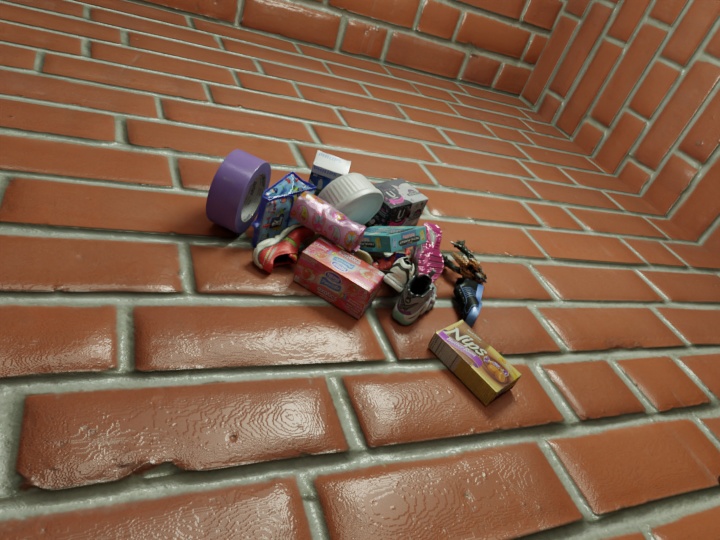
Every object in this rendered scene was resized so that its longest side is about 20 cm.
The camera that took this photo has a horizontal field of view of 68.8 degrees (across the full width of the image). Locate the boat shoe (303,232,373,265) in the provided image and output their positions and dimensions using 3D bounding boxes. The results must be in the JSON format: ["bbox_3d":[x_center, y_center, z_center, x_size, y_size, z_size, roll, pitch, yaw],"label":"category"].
[{"bbox_3d":[-0.058,-0.047,1.424,0.198,0.071,0.069,23,7,14],"label":"boat shoe"}]

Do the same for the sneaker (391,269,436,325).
[{"bbox_3d":[0.165,0.045,1.353,0.077,0.141,0.200,32,36,13],"label":"sneaker"}]

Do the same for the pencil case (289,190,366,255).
[{"bbox_3d":[-0.082,-0.122,1.349,0.199,0.088,0.088,32,35,3],"label":"pencil case"}]

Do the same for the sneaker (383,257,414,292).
[{"bbox_3d":[0.116,0.006,1.387,0.073,0.080,0.200,35,9,5],"label":"sneaker"}]

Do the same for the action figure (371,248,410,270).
[{"bbox_3d":[0.077,-0.030,1.446,0.052,0.065,0.200,61,29,-3],"label":"action figure"}]

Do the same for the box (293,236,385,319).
[{"bbox_3d":[-0.053,0.016,1.307,0.199,0.096,0.100,30,36,11],"label":"box"}]

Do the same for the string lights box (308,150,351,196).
[{"bbox_3d":[-0.102,-0.252,1.540,0.102,0.200,0.059,17,58,-6],"label":"string lights box"}]

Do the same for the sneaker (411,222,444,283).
[{"bbox_3d":[0.192,-0.037,1.536,0.081,0.088,0.202,18,57,-11],"label":"sneaker"}]

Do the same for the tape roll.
[{"bbox_3d":[-0.312,-0.203,1.361,0.084,0.201,0.200,23,34,4],"label":"tape roll"}]

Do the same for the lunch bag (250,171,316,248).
[{"bbox_3d":[-0.222,-0.154,1.389,0.094,0.151,0.200,32,36,15],"label":"lunch bag"}]

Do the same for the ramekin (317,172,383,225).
[{"bbox_3d":[-0.040,-0.186,1.479,0.201,0.203,0.095,-20,68,-44],"label":"ramekin"}]

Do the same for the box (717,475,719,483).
[{"bbox_3d":[0.963,0.489,1.164,0.162,0.201,0.167,14,35,-12],"label":"box"}]

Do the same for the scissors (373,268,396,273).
[{"bbox_3d":[0.000,0.000,1.347,0.198,0.074,0.014,18,40,20],"label":"scissors"}]

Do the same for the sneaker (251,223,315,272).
[{"bbox_3d":[-0.184,-0.052,1.351,0.085,0.077,0.199,43,53,16],"label":"sneaker"}]

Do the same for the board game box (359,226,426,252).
[{"bbox_3d":[0.060,-0.089,1.465,0.150,0.047,0.199,-17,16,-42],"label":"board game box"}]

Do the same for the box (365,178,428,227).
[{"bbox_3d":[0.099,-0.203,1.670,0.132,0.115,0.199,41,39,26],"label":"box"}]

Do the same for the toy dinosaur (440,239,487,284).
[{"bbox_3d":[0.310,-0.021,1.530,0.102,0.201,0.136,-37,54,-9],"label":"toy dinosaur"}]

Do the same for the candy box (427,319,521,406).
[{"bbox_3d":[0.272,0.216,1.263,0.116,0.057,0.200,-15,51,-42],"label":"candy box"}]

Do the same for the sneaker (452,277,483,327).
[{"bbox_3d":[0.289,0.084,1.443,0.077,0.071,0.200,22,28,4],"label":"sneaker"}]
